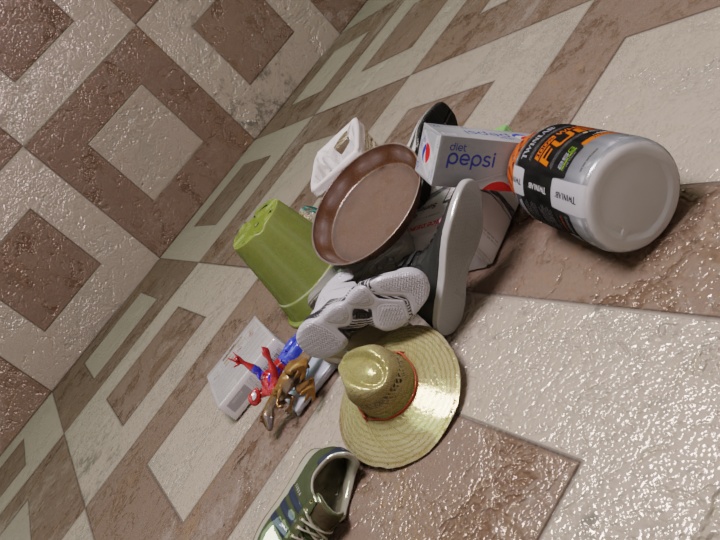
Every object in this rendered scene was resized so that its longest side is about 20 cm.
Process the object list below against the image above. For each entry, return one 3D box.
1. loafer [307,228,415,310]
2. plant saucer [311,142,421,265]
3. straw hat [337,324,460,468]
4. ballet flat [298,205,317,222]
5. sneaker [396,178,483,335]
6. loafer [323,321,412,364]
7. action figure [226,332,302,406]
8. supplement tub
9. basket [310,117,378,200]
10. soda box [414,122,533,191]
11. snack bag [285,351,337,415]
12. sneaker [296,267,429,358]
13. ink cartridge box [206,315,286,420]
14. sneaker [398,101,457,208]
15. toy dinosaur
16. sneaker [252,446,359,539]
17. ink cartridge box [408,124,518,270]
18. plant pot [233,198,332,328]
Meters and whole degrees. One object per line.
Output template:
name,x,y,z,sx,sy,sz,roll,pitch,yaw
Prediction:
loafer,0.000,0.000,1.011,0.199,0.070,0.070,-32,38,29
plant saucer,0.013,-0.089,0.980,0.199,0.034,0.202,-27,46,31
straw hat,0.020,0.133,0.836,0.200,0.085,0.203,-30,41,30
ballet flat,-0.091,-0.105,1.528,0.200,0.075,0.065,-152,73,-71
sneaker,0.096,-0.026,0.897,0.099,0.070,0.203,25,112,45
loafer,-0.001,0.098,0.989,0.198,0.068,0.076,-10,43,44
action figure,-0.137,0.124,1.131,0.201,0.099,0.065,-56,23,-11
supplement tub,0.256,-0.102,0.794,0.123,0.122,0.200,-47,23,2
basket,-0.015,-0.210,1.463,0.135,0.123,0.201,-38,25,21
soda box,0.176,-0.145,0.906,0.064,0.197,0.069,-124,40,-59
snack bag,-0.072,0.129,1.151,0.201,0.021,0.188,-52,23,-8
sneaker,0.006,0.034,0.914,0.199,0.075,0.115,-30,21,24
ink cartridge box,-0.218,0.180,1.312,0.161,0.050,0.200,-51,18,-6
sneaker,0.072,-0.175,1.076,0.115,0.076,0.202,-8,48,51
toy dinosaur,-0.097,0.152,1.059,0.201,0.060,0.106,-54,23,-13
sneaker,-0.063,0.292,0.806,0.090,0.067,0.201,-29,26,49
ink cartridge box,0.155,-0.099,1.020,0.145,0.084,0.201,-15,40,54
plant pot,-0.133,-0.030,1.299,0.199,0.190,0.201,-39,23,20
